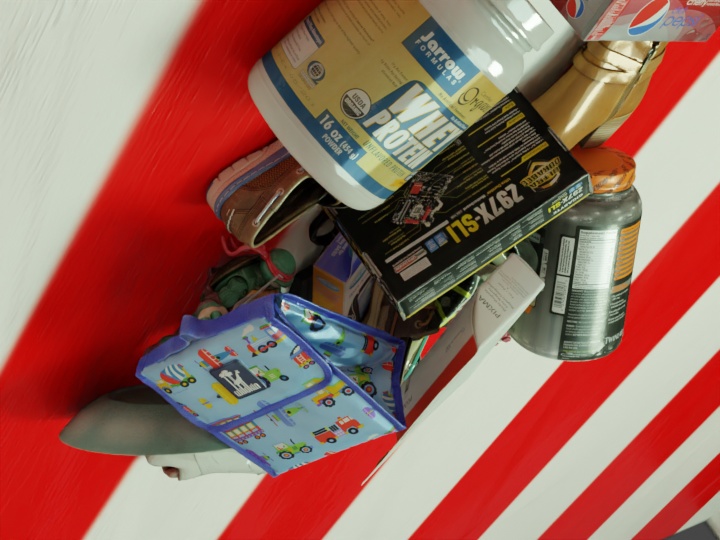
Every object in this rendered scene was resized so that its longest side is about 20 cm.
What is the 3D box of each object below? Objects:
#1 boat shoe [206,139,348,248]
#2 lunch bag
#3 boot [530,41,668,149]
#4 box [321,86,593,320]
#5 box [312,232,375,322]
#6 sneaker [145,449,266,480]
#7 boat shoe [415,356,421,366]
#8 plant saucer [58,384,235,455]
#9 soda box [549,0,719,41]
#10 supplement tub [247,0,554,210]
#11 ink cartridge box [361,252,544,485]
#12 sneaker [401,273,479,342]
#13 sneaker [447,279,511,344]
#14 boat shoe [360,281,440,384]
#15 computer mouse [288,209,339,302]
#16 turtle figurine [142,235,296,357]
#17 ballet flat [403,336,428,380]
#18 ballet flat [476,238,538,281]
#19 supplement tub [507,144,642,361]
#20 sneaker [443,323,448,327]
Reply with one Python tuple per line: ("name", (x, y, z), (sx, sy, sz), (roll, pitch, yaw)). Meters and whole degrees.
("boat shoe", (-0.028, -0.087, 1.334), (0.200, 0.072, 0.072), (-35, 156, -1))
("lunch bag", (-0.079, 0.081, 1.350), (0.150, 0.094, 0.200), (-24, 140, 31))
("boot", (0.206, -0.168, 1.485), (0.200, 0.077, 0.155), (-14, 147, -38))
("box", (0.073, -0.077, 1.378), (0.200, 0.160, 0.049), (-34, 157, -4))
("box", (0.000, 0.000, 1.518), (0.119, 0.041, 0.200), (-53, 162, -27))
("sneaker", (-0.160, 0.184, 1.674), (0.099, 0.078, 0.200), (-33, 150, 17))
("boat shoe", (0.031, 0.096, 1.744), (0.072, 0.071, 0.200), (-36, 156, 2))
("plant saucer", (-0.180, 0.132, 1.477), (0.201, 0.039, 0.201), (-1, -174, 0))
("soda box", (0.252, -0.248, 1.407), (0.200, 0.070, 0.063), (-8, 145, -46))
("supplement tub", (0.030, -0.158, 1.193), (0.200, 0.145, 0.145), (-41, 155, 12))
("ink cartridge box", (0.072, 0.088, 1.443), (0.200, 0.057, 0.163), (-34, 165, -46))
("sneaker", (0.101, -0.008, 1.596), (0.200, 0.075, 0.076), (-52, 160, -3))
("sneaker", (0.170, -0.001, 1.708), (0.081, 0.075, 0.200), (37, 101, -25))
("boat shoe", (0.047, 0.038, 1.527), (0.072, 0.072, 0.200), (-31, 148, -64))
("computer mouse", (-0.031, -0.005, 1.528), (0.059, 0.034, 0.200), (-21, 152, -27))
("turtle figurine", (-0.104, 0.039, 1.435), (0.150, 0.101, 0.200), (12, 142, -40))
("ballet flat", (0.064, 0.028, 1.656), (0.200, 0.069, 0.070), (-55, 171, -39))
("ballet flat", (0.110, -0.046, 1.483), (0.068, 0.068, 0.200), (-16, 130, 31))
("supplement tub", (0.215, -0.020, 1.598), (0.122, 0.122, 0.200), (-15, 120, -38))
("sneaker", (0.163, 0.046, 1.769), (0.200, 0.116, 0.076), (-22, 153, -28))
